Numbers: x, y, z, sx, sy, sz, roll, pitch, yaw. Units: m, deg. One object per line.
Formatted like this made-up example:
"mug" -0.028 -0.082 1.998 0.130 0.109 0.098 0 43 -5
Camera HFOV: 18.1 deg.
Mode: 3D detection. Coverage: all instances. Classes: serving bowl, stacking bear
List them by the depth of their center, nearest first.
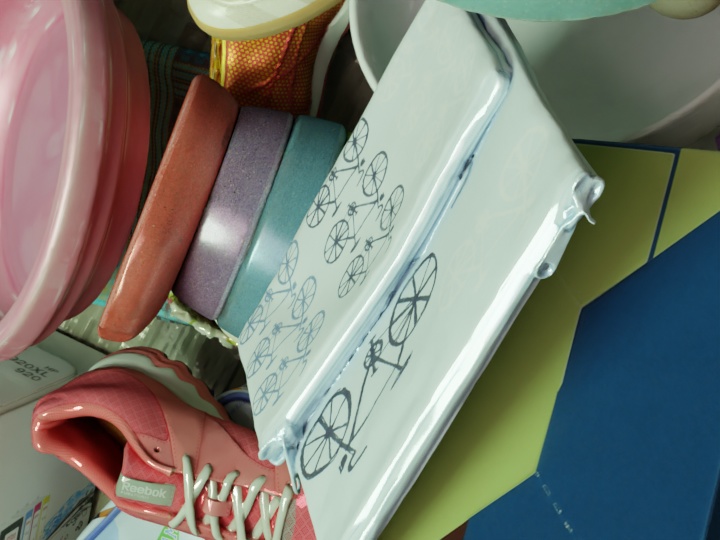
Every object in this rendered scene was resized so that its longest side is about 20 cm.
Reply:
"serving bowl" 0.098 -0.117 0.950 0.199 0.066 0.201 -11 59 19
"stacking bear" 0.000 0.000 1.001 0.199 0.122 0.114 21 110 -6

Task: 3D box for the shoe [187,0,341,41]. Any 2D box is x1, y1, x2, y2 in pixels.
"shoe" 0.002 -0.175 0.954 0.200 0.053 0.070 -39 55 -1

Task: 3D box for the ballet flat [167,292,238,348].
"ballet flat" -0.008 0.036 1.080 0.199 0.064 0.076 19 113 18

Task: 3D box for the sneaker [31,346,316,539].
"sneaker" -0.071 0.103 1.046 0.200 0.087 0.074 23 111 28

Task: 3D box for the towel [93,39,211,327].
"towel" -0.160 -0.057 1.168 0.199 0.022 0.147 13 110 24

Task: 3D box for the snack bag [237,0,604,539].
"snack bag" 0.012 0.001 0.840 0.021 0.200 0.189 23 111 -21

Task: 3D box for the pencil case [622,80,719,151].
"pencil case" 0.202 -0.030 0.943 0.199 0.084 0.086 9 123 26

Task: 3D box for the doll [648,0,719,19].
"doll" 0.120 -0.192 0.900 0.136 0.049 0.201 -2 65 -9

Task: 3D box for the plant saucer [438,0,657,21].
"plant saucer" 0.073 -0.190 0.856 0.199 0.036 0.201 -2 66 5

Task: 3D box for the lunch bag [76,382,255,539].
"lunch bag" -0.056 0.147 1.139 0.200 0.075 0.160 -45 76 29

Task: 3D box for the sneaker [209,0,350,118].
"sneaker" -0.047 -0.110 1.052 0.201 0.077 0.073 -68 26 18

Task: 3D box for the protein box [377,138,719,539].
"protein box" 0.111 0.080 0.883 0.134 0.200 0.199 7 71 28

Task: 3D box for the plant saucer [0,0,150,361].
"plant saucer" -0.153 -0.055 1.078 0.200 0.051 0.201 -25 60 56

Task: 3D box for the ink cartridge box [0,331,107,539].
"ink cartridge box" -0.240 0.125 1.188 0.147 0.145 0.201 22 112 22
